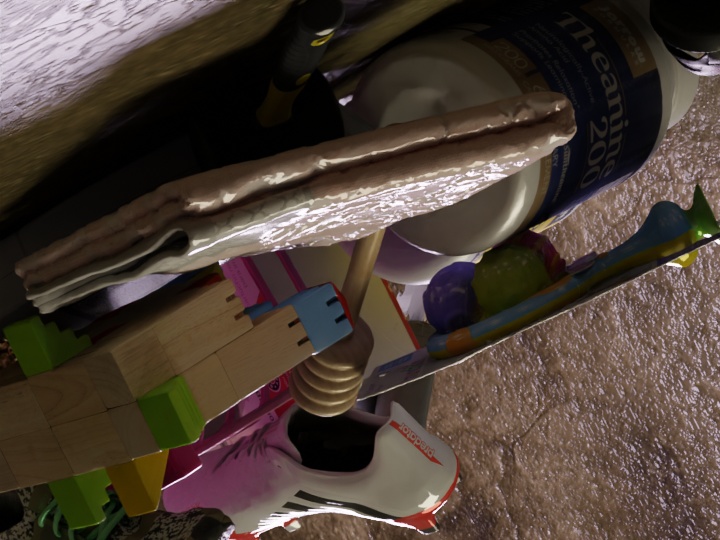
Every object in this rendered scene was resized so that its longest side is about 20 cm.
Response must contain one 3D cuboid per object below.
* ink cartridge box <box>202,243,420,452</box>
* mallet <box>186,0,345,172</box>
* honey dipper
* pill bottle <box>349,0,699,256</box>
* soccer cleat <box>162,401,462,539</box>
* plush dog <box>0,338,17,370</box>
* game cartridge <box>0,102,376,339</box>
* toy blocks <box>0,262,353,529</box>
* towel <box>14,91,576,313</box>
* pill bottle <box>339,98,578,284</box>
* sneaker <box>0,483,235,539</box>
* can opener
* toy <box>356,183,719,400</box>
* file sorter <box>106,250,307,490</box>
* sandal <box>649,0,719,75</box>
[{"bbox_3d":[-0.068,0.027,1.746,0.083,0.147,0.200,-25,176,-31],"label":"ink cartridge box"},{"bbox_3d":[-0.039,-0.074,1.221,0.066,0.041,0.200,-24,173,-5],"label":"mallet"},{"bbox_3d":[0.000,0.000,1.462,0.038,0.038,0.200,-26,153,-30],"label":"honey dipper"},{"bbox_3d":[0.092,-0.085,1.528,0.111,0.111,0.200,-29,178,40],"label":"pill bottle"},{"bbox_3d":[-0.036,0.105,1.637,0.199,0.085,0.069,-3,-133,37],"label":"soccer cleat"},{"bbox_3d":[-0.230,0.088,1.528,0.200,0.160,0.172,-27,-154,49],"label":"plush dog"},{"bbox_3d":[-0.089,-0.025,1.417,0.199,0.041,0.133,-29,172,8],"label":"game cartridge"},{"bbox_3d":[-0.096,0.043,1.392,0.136,0.100,0.200,-32,-171,-37],"label":"toy blocks"},{"bbox_3d":[-0.030,-0.026,1.276,0.190,0.032,0.200,-15,178,-28],"label":"towel"},{"bbox_3d":[0.069,-0.067,1.683,0.112,0.112,0.200,-29,178,35],"label":"pill bottle"},{"bbox_3d":[-0.146,0.137,1.540,0.199,0.089,0.077,-14,-152,49],"label":"sneaker"},{"bbox_3d":[0.035,0.049,1.754,0.066,0.201,0.053,18,169,-22],"label":"can opener"},{"bbox_3d":[0.087,0.003,1.502,0.199,0.047,0.115,-21,-177,7],"label":"toy"},{"bbox_3d":[-0.121,0.043,1.612,0.125,0.139,0.200,-30,180,-30],"label":"file sorter"},{"bbox_3d":[0.185,-0.134,1.517,0.075,0.048,0.201,-2,-160,6],"label":"sandal"}]
